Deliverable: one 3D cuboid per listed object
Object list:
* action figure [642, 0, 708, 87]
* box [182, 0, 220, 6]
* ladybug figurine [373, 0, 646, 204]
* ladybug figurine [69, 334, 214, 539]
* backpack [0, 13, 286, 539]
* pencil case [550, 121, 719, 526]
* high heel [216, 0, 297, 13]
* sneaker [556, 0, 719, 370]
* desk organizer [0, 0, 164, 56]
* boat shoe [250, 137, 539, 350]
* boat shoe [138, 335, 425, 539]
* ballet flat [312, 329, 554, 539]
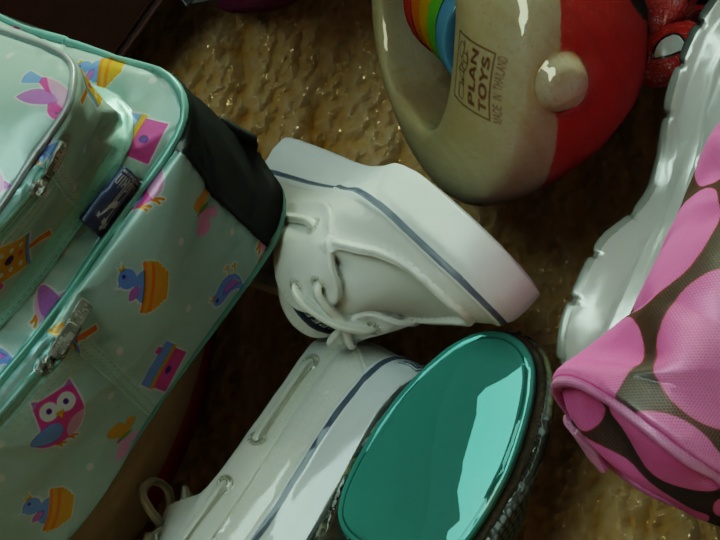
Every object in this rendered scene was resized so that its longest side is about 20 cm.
[{"bbox_3d":[0.154,-0.159,0.765,0.051,0.065,0.201,20,78,42],"label":"action figure"},{"bbox_3d":[-0.039,-0.232,0.793,0.200,0.050,0.158,-38,85,25],"label":"box"},{"bbox_3d":[0.056,-0.098,0.753,0.200,0.071,0.137,-117,28,-61],"label":"ladybug figurine"},{"bbox_3d":[-0.117,0.044,0.840,0.135,0.072,0.202,4,70,35],"label":"ladybug figurine"},{"bbox_3d":[-0.150,0.004,0.738,0.175,0.153,0.201,24,83,37],"label":"backpack"},{"bbox_3d":[0.131,-0.018,0.633,0.093,0.091,0.201,13,66,45],"label":"pencil case"},{"bbox_3d":[-0.012,-0.210,0.918,0.096,0.067,0.202,-19,50,55],"label":"high heel"},{"bbox_3d":[0.143,-0.027,0.716,0.087,0.075,0.201,20,81,21],"label":"sneaker"},{"bbox_3d":[-0.158,-0.120,0.918,0.200,0.077,0.072,-51,48,20],"label":"desk organizer"},{"bbox_3d":[0.000,0.000,0.759,0.065,0.074,0.200,-49,21,-8],"label":"boat shoe"},{"bbox_3d":[-0.052,0.109,0.764,0.086,0.075,0.203,26,80,39],"label":"boat shoe"},{"bbox_3d":[0.014,0.115,0.719,0.072,0.072,0.201,25,81,39],"label":"ballet flat"}]
